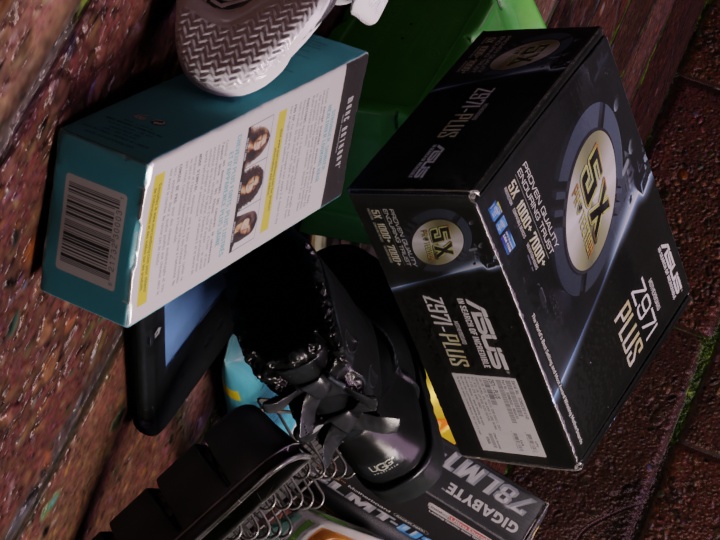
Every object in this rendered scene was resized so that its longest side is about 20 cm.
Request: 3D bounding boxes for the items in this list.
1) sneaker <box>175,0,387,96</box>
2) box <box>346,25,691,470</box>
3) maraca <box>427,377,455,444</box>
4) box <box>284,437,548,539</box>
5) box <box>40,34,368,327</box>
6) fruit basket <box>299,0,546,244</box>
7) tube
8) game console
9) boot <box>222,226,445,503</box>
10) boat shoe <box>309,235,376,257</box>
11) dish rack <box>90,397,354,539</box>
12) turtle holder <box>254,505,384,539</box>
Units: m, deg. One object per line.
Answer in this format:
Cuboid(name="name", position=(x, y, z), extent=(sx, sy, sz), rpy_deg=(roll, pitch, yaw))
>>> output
Cuboid(name="sneaker", position=(-0.027, -0.144, 0.925), extent=(0.115, 0.075, 0.200), rpy_deg=(86, 24, -59))
Cuboid(name="box", position=(0.099, -0.013, 1.096), extent=(0.164, 0.086, 0.200), rpy_deg=(-50, 129, -38))
Cuboid(name="maraca", position=(0.058, 0.090, 1.663), extent=(0.200, 0.107, 0.137), rpy_deg=(94, 21, -55))
Cuboid(name="box", position=(0.029, 0.166, 1.383), extent=(0.050, 0.200, 0.199), rpy_deg=(-56, 170, -23))
Cuboid(name="box", position=(-0.069, -0.050, 0.892), extent=(0.200, 0.049, 0.082), rpy_deg=(-35, 142, -56))
Cuboid(name="fruit basket", position=(0.052, -0.075, 1.209), extent=(0.216, 0.155, 0.216), rpy_deg=(11, 90, -67))
Cuboid(name="tube", position=(-0.066, 0.071, 1.216), extent=(0.200, 0.050, 0.077), rpy_deg=(84, 9, -59))
Cuboid(name="game console", position=(-0.075, -0.025, 1.034), extent=(0.200, 0.031, 0.177), rpy_deg=(95, 19, -52))
Cuboid(name="boot", position=(-0.023, 0.025, 1.063), extent=(0.162, 0.073, 0.198), rpy_deg=(51, 16, -46))
Cuboid(name="boat shoe", position=(0.000, 0.000, 1.256), extent=(0.072, 0.065, 0.200), rpy_deg=(44, 53, -74))
Cuboid(name="dish rack", position=(-0.071, 0.139, 1.110), extent=(0.153, 0.055, 0.200), rpy_deg=(-42, 162, 12))
Cuboid(name="turtle holder", position=(-0.032, 0.245, 1.383), extent=(0.132, 0.141, 0.186), rpy_deg=(-69, 159, -4))
